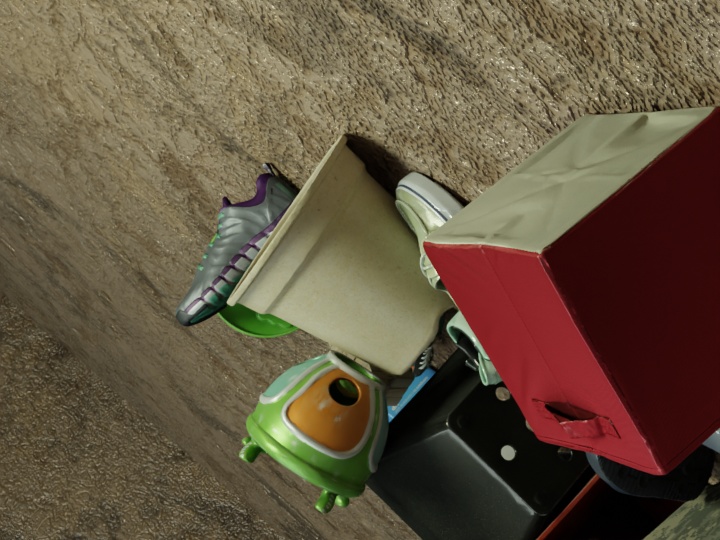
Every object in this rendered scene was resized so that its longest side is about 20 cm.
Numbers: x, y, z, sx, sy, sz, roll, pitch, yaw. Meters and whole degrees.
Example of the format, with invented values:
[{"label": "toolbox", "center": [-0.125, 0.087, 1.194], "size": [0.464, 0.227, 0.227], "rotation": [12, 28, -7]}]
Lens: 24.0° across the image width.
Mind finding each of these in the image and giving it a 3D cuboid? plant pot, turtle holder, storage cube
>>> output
[{"label": "plant pot", "center": [0.000, 0.000, 1.663], "size": [0.183, 0.201, 0.200], "rotation": [34, 164, -5]}, {"label": "turtle holder", "center": [-0.028, 0.155, 1.689], "size": [0.141, 0.132, 0.185], "rotation": [33, -177, 28]}, {"label": "plant pot", "center": [0.145, 0.181, 1.719], "size": [0.200, 0.199, 0.177], "rotation": [45, 154, 2]}, {"label": "plant pot", "center": [0.274, 0.304, 1.696], "size": [0.200, 0.200, 0.176], "rotation": [43, 173, 7]}, {"label": "storage cube", "center": [0.185, 0.007, 1.180], "size": [0.180, 0.200, 0.171], "rotation": [57, 161, -17]}]

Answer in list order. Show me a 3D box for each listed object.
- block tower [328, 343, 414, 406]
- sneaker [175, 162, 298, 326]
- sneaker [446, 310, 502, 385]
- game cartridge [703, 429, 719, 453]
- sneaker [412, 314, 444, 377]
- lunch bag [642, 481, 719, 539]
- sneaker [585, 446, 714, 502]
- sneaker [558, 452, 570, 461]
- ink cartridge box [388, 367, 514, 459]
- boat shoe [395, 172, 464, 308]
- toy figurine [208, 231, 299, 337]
[{"label": "block tower", "center": [-0.003, 0.060, 1.830], "size": [0.054, 0.058, 0.201], "rotation": [-57, 42, 41]}, {"label": "sneaker", "center": [-0.147, -0.027, 1.916], "size": [0.088, 0.200, 0.074], "rotation": [47, -178, 11]}, {"label": "sneaker", "center": [0.165, 0.073, 1.392], "size": [0.200, 0.118, 0.074], "rotation": [34, 159, 31]}, {"label": "game cartridge", "center": [0.259, 0.070, 1.425], "size": [0.133, 0.042, 0.200], "rotation": [22, 152, 44]}, {"label": "sneaker", "center": [0.058, 0.074, 1.888], "size": [0.080, 0.072, 0.200], "rotation": [28, 162, -15]}, {"label": "lunch bag", "center": [0.333, 0.307, 1.530], "size": [0.168, 0.200, 0.139], "rotation": [54, 160, -7]}, {"label": "sneaker", "center": [0.238, 0.161, 1.514], "size": [0.082, 0.070, 0.200], "rotation": [24, 178, 40]}, {"label": "sneaker", "center": [0.197, 0.267, 1.908], "size": [0.075, 0.078, 0.200], "rotation": [53, 132, 19]}, {"label": "ink cartridge box", "center": [0.122, 0.213, 2.015], "size": [0.200, 0.084, 0.145], "rotation": [33, 160, 35]}, {"label": "boat shoe", "center": [0.088, -0.009, 1.566], "size": [0.200, 0.062, 0.072], "rotation": [49, 167, 26]}, {"label": "toy figurine", "center": [-0.098, 0.005, 2.049], "size": [0.199, 0.151, 0.184], "rotation": [23, -179, -10]}]
